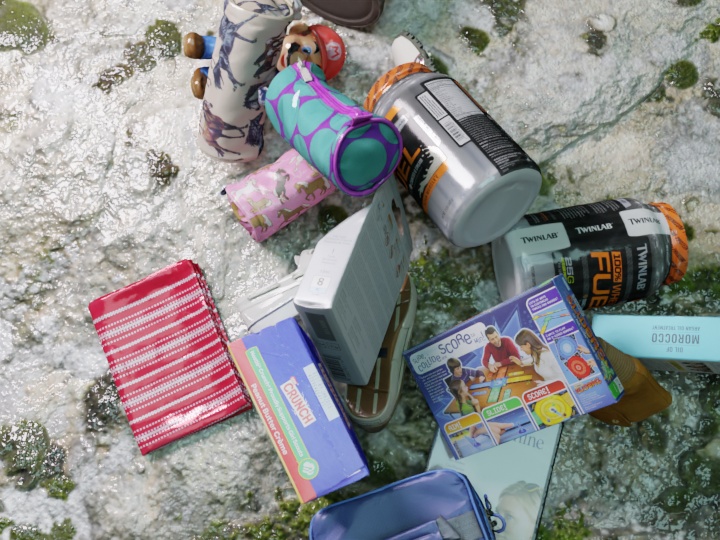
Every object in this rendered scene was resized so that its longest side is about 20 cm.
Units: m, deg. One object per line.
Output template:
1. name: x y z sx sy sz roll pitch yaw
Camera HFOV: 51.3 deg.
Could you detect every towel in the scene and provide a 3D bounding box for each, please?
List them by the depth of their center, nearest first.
1. towel: -0.230 0.100 0.897 0.144 0.022 0.200 -23 78 -4

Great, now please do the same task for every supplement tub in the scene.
1. supplement tub: 0.094 -0.132 0.826 0.122 0.123 0.200 -32 61 -7
2. supplement tub: 0.263 -0.016 0.872 0.199 0.123 0.123 -10 77 -2

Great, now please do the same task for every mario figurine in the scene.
1. mario figurine: -0.118 -0.263 0.932 0.199 0.124 0.106 -6 65 3

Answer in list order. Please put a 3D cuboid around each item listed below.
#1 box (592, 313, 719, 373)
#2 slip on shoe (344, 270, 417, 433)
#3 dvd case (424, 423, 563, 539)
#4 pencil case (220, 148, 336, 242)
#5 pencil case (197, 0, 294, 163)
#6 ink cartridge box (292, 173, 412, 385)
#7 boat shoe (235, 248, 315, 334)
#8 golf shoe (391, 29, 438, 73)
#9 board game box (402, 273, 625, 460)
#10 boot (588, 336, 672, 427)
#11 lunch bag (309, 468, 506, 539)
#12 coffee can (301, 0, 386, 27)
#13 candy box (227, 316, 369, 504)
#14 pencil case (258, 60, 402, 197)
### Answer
1. box: 0.364 0.082 0.822 0.200 0.082 0.049 -1 73 35
2. slip on shoe: 0.027 0.093 0.882 0.076 0.061 0.200 -2 58 16
3. dvd case: 0.143 0.250 0.864 0.142 0.018 0.200 16 77 4
4. pencil case: -0.068 -0.119 0.915 0.200 0.083 0.087 -35 70 -7
5. pencil case: -0.134 -0.229 0.881 0.089 0.200 0.078 -18 48 -44
6. ink cartridge box: 0.000 0.000 0.814 0.047 0.160 0.200 6 56 21
7. boat shoe: -0.056 0.007 0.896 0.200 0.072 0.066 -33 82 0
8. golf shoe: 0.067 -0.206 0.941 0.088 0.077 0.200 -20 77 3
9. board game box: 0.155 0.107 0.794 0.200 0.034 0.136 -30 84 34
10. boot: 0.234 0.138 0.857 0.144 0.201 0.071 39 53 -30
11. lunch bag: 0.055 0.289 0.779 0.200 0.132 0.136 -22 72 5
12. coffee can: 0.000 -0.438 0.956 0.146 0.146 0.200 24 78 5
13. candy box: -0.057 0.149 0.794 0.077 0.200 0.169 -25 78 -6
14. pencil case: -0.035 -0.157 0.802 0.085 0.093 0.200 -18 38 -21
